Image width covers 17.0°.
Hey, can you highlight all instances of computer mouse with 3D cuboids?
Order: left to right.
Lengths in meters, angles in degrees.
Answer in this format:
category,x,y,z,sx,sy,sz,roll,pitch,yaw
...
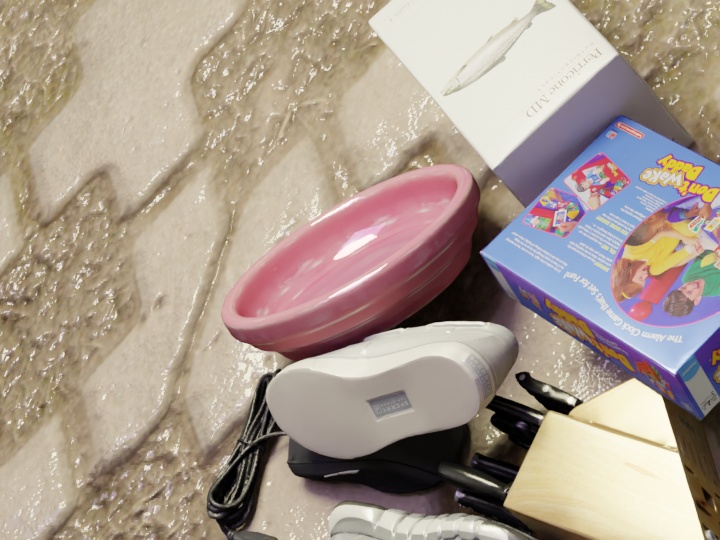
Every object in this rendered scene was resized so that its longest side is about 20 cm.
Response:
category,x,y,z,sx,sy,sz,roll,pitch,yaw
computer mouse,-0.028,0.133,1.645,0.199,0.046,0.141,8,66,42

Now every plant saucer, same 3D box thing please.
category,x,y,z,sx,sy,sz,roll,pitch,yaw
plant saucer,0.000,0.000,1.660,0.200,0.051,0.201,-28,16,9

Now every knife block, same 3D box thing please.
category,x,y,z,sx,sy,sz,roll,pitch,yaw
knife block,0.135,0.148,1.491,0.175,0.064,0.201,-31,47,21

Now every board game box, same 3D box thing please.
category,x,y,z,sx,sy,sz,roll,pitch,yaw
board game box,0.185,-0.007,1.495,0.134,0.045,0.200,-44,39,-10

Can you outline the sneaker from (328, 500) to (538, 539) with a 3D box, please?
category,x,y,z,sx,sy,sz,roll,pitch,yaw
sneaker,0.043,0.215,1.522,0.199,0.075,0.116,0,67,51

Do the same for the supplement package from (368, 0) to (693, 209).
category,x,y,z,sx,sy,sz,roll,pitch,yaw
supplement package,0.115,-0.131,1.656,0.117,0.117,0.200,-42,44,5

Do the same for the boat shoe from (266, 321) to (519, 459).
category,x,y,z,sx,sy,sz,roll,pitch,yaw
boat shoe,0.021,0.069,1.571,0.199,0.072,0.068,-22,11,47
